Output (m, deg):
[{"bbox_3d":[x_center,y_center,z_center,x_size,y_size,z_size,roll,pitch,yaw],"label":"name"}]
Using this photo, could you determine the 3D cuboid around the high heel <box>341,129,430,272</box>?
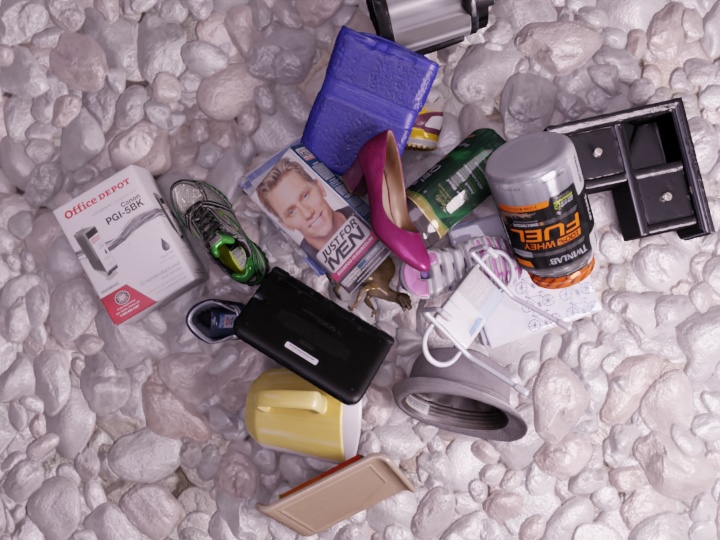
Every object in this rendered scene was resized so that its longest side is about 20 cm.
[{"bbox_3d":[0.052,-0.095,0.991,0.096,0.067,0.200,-47,66,25],"label":"high heel"}]

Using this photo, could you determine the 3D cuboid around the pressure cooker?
[{"bbox_3d":[0.105,-0.413,1.063,0.199,0.179,0.176,-16,85,3],"label":"pressure cooker"}]

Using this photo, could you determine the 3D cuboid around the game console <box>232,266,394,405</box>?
[{"bbox_3d":[-0.062,0.092,1.057,0.200,0.116,0.176,31,58,3],"label":"game console"}]

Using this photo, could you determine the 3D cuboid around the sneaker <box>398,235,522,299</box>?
[{"bbox_3d":[0.141,-0.002,1.091,0.199,0.088,0.081,-7,85,-18],"label":"sneaker"}]

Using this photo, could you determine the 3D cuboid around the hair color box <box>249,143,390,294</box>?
[{"bbox_3d":[-0.049,-0.073,1.043,0.200,0.061,0.100,43,112,1],"label":"hair color box"}]

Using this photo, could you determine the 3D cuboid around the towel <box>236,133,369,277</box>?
[{"bbox_3d":[-0.071,-0.104,1.121,0.147,0.024,0.200,-39,81,-13],"label":"towel"}]

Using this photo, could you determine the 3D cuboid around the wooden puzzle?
[{"bbox_3d":[-0.031,0.322,1.069,0.199,0.185,0.037,-23,56,4],"label":"wooden puzzle"}]

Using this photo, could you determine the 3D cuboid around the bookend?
[{"bbox_3d":[0.380,-0.126,1.081,0.199,0.092,0.199,-11,86,1],"label":"bookend"}]

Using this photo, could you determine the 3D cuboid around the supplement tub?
[{"bbox_3d":[0.256,-0.080,1.023,0.122,0.123,0.200,-26,121,2],"label":"supplement tub"}]

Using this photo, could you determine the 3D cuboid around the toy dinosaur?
[{"bbox_3d":[0.000,0.000,1.133,0.101,0.058,0.200,-33,73,-9],"label":"toy dinosaur"}]

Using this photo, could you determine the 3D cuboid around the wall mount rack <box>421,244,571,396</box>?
[{"bbox_3d":[0.184,0.068,1.013,0.174,0.075,0.200,44,71,-13],"label":"wall mount rack"}]

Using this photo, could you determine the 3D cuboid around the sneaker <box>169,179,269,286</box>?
[{"bbox_3d":[-0.215,-0.062,1.120,0.078,0.085,0.200,-43,87,2],"label":"sneaker"}]

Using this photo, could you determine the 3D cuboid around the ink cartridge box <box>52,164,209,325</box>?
[{"bbox_3d":[-0.348,-0.038,1.127,0.147,0.083,0.200,-30,88,3],"label":"ink cartridge box"}]

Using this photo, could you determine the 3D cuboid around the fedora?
[{"bbox_3d":[0.150,0.172,1.078,0.199,0.177,0.091,9,60,14],"label":"fedora"}]

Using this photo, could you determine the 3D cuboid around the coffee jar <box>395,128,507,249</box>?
[{"bbox_3d":[0.130,-0.117,1.083,0.200,0.104,0.085,-41,102,-6],"label":"coffee jar"}]

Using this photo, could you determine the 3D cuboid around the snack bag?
[{"bbox_3d":[0.249,-0.003,1.128,0.188,0.021,0.201,-18,88,3],"label":"snack bag"}]

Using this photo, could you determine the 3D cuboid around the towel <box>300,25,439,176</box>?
[{"bbox_3d":[0.008,-0.229,1.052,0.147,0.050,0.200,22,109,-2],"label":"towel"}]

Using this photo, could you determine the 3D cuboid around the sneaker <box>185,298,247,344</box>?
[{"bbox_3d":[-0.161,0.075,1.103,0.199,0.109,0.070,2,90,3],"label":"sneaker"}]

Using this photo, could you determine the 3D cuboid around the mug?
[{"bbox_3d":[-0.086,0.191,1.075,0.153,0.150,0.187,2,131,11],"label":"mug"}]

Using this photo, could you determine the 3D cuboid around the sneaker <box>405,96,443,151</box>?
[{"bbox_3d":[0.026,-0.239,1.119,0.199,0.075,0.090,10,92,-6],"label":"sneaker"}]
